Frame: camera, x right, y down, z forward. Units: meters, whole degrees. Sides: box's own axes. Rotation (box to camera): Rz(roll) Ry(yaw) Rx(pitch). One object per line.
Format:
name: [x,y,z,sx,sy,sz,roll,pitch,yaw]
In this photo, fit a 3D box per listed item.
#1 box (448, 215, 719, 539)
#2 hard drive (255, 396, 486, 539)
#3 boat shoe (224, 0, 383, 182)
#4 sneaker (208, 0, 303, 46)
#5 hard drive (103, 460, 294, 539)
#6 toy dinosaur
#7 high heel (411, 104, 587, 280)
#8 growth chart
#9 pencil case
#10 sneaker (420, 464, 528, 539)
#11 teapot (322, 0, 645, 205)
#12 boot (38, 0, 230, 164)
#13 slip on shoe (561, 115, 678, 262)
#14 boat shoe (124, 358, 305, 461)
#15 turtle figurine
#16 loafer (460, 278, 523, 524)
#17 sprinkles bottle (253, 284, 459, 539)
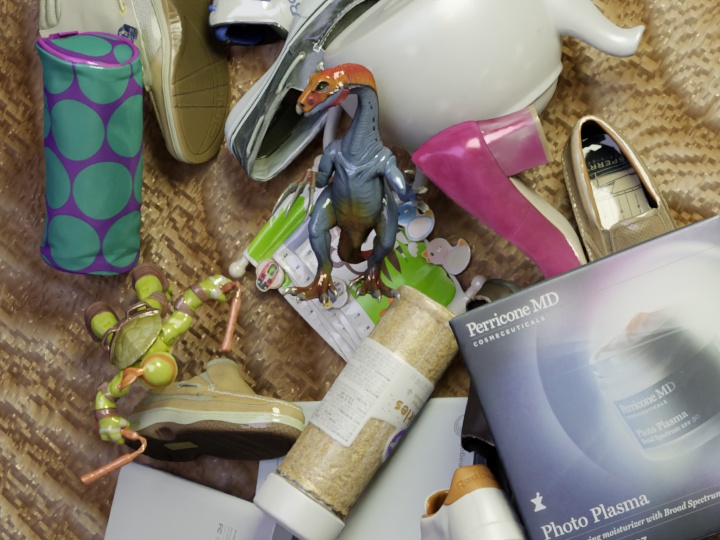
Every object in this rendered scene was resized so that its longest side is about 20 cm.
box: [0.188,0.089,1.522,0.199,0.123,0.200,-22,85,9]
hard drive: [0.007,0.165,1.705,0.199,0.027,0.133,-4,72,34]
boat shoe: [-0.031,-0.151,1.762,0.201,0.072,0.071,-54,41,24]
sneaker: [-0.094,-0.249,1.813,0.115,0.080,0.199,-49,64,12]
hard drive: [-0.135,0.236,1.764,0.199,0.025,0.133,13,89,47]
toy dinosaur: [-0.016,-0.067,1.618,0.104,0.200,0.183,1,107,-8]
high heel: [0.110,-0.017,1.614,0.095,0.067,0.201,-19,116,4]
growth chart: [0.000,0.000,1.758,0.200,0.018,0.145,40,102,28]
pencil case: [-0.220,-0.096,1.817,0.092,0.085,0.202,39,134,48]
sneaker: [0.075,0.206,1.588,0.201,0.072,0.085,108,149,-52]
teapot: [0.075,-0.147,1.661,0.197,0.200,0.147,-39,102,-19]
boot: [-0.192,-0.182,1.865,0.154,0.072,0.202,-7,96,40]
slip on shoe: [0.199,-0.022,1.608,0.075,0.061,0.201,-18,68,1]
boat shoe: [-0.114,0.104,1.762,0.199,0.072,0.077,-4,61,45]
turtle figurine: [-0.179,0.063,1.777,0.201,0.064,0.161,-53,27,7]
loafer: [0.107,0.105,1.622,0.073,0.071,0.202,-29,72,65]
sprinkles bottle: [0.002,0.109,1.664,0.068,0.068,0.201,30,82,30]
